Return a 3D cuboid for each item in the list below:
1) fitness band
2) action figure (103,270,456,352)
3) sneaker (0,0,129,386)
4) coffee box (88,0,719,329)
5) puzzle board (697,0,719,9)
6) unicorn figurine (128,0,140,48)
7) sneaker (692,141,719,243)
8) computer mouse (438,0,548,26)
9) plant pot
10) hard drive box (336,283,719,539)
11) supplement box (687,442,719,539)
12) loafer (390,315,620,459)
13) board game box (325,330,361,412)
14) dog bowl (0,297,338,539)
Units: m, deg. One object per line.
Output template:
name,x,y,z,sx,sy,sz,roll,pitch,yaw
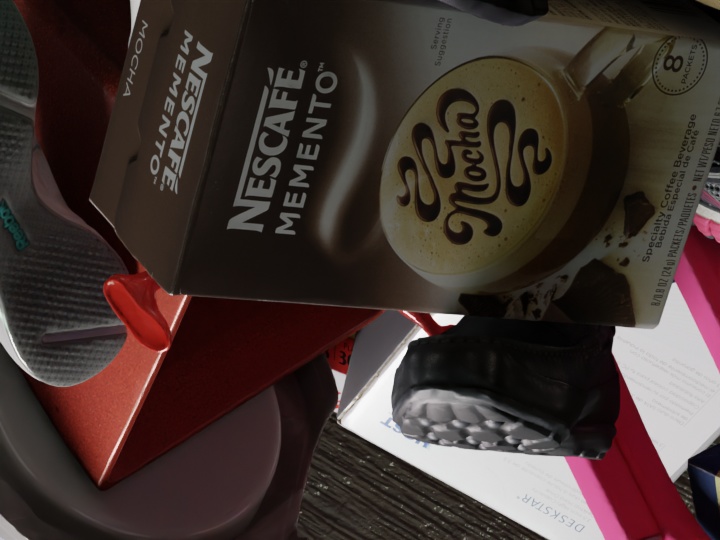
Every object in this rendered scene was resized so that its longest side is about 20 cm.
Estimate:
fitness band,0.121,0.041,1.151,0.201,0.037,0.144,65,152,20
action figure,0.000,0.000,1.094,0.099,0.065,0.200,44,-149,13
sneaker,-0.155,-0.045,1.104,0.080,0.070,0.201,31,148,47
coffee box,0.020,-0.050,0.988,0.199,0.114,0.080,4,-157,-30
puzzle board,0.031,-0.149,0.921,0.150,0.017,0.200,28,176,38
unicorn figurine,-0.061,-0.122,1.001,0.074,0.137,0.201,16,133,43
sneaker,0.169,-0.031,1.019,0.199,0.081,0.075,23,161,46
computer mouse,-0.023,-0.128,0.879,0.199,0.046,0.141,24,-165,-7
plant pot,-0.077,-0.064,1.230,0.176,0.200,0.200,43,136,16
hard drive box,0.106,0.027,1.378,0.155,0.200,0.077,30,-143,-14
supplement box,0.276,0.125,1.171,0.199,0.199,0.135,23,131,55
loafer,0.056,0.032,1.069,0.068,0.071,0.200,2,176,17
board game box,-0.028,-0.036,1.483,0.151,0.201,0.046,22,149,-40
dog bowl,-0.108,0.066,1.278,0.199,0.201,0.059,29,138,-9
